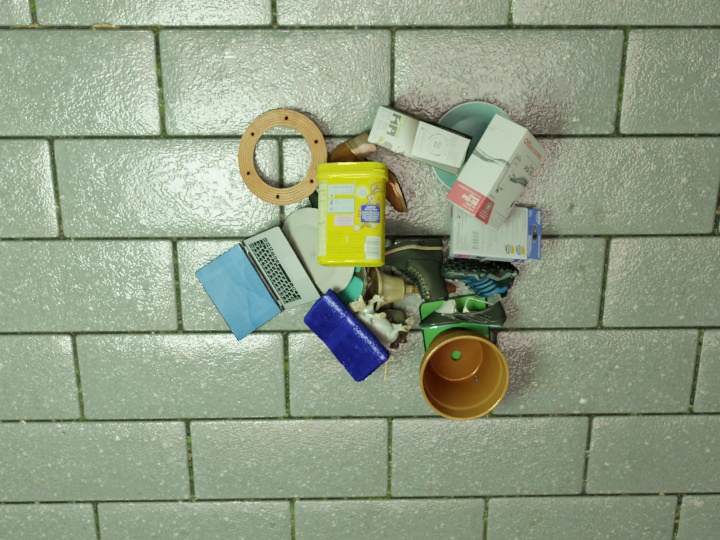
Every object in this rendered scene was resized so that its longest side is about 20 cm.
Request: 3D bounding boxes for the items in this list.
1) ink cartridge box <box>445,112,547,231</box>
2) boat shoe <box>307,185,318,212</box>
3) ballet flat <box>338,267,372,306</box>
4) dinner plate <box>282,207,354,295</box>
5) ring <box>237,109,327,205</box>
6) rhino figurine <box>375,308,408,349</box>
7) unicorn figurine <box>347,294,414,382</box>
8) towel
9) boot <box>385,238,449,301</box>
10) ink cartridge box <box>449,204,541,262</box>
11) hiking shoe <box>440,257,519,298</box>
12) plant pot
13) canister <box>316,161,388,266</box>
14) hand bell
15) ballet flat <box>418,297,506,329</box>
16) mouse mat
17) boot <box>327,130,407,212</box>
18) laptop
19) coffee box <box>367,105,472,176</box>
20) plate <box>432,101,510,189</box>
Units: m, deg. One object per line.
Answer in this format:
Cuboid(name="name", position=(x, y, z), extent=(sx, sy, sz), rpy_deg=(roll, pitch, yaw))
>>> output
Cuboid(name="ink cartridge box", position=(0.281, -0.199, 1.496), extent=(0.083, 0.146, 0.201), rpy_deg=(36, 99, 31))
Cuboid(name="boat shoe", position=(-0.079, -0.092, 1.596), extent=(0.063, 0.074, 0.203), rpy_deg=(-23, 110, -3))
Cuboid(name="ballet flat", position=(0.000, 0.000, 1.596), extent=(0.067, 0.075, 0.202), rpy_deg=(28, 123, 31))
Cuboid(name="dinner plate", position=(-0.101, -0.036, 1.585), extent=(0.198, 0.024, 0.203), rpy_deg=(13, 116, 27))
Cuboid(name="ring", position=(-0.166, -0.240, 1.556), extent=(0.198, 0.019, 0.203), rpy_deg=(1, 94, 9))
Cuboid(name="rhino figurine", position=(0.016, 0.124, 1.668), extent=(0.197, 0.060, 0.088), rpy_deg=(5, 112, -4))
Cuboid(name="unicorn figurine", position=(0.049, 0.129, 1.593), extent=(0.200, 0.074, 0.137), rpy_deg=(50, 138, -7))
Cuboid(name="towel", position=(-0.036, 0.148, 1.590), extent=(0.200, 0.049, 0.148), rpy_deg=(46, 145, 5))
Cuboid(name="boot", position=(0.113, 0.010, 1.569), extent=(0.198, 0.077, 0.140), rpy_deg=(-9, 86, -33))
Cuboid(name="ink cartridge box", position=(0.297, -0.083, 1.601), extent=(0.197, 0.042, 0.121), rpy_deg=(4, 77, -1))
Cuboid(name="hiking shoe", position=(0.262, 0.024, 1.615), extent=(0.198, 0.074, 0.088), rpy_deg=(4, 114, -25))
Cuboid(name="plant pot", position=(0.225, 0.218, 1.653), extent=(0.197, 0.140, 0.203), rpy_deg=(-1, 106, -2))
Cuboid(name="canister", position=(-0.018, -0.111, 1.483), extent=(0.147, 0.087, 0.203), rpy_deg=(0, 84, 11))
Cuboid(name="hand bell", position=(0.122, 0.043, 1.646), extent=(0.197, 0.104, 0.105), rpy_deg=(2, 107, -14))
Cuboid(name="ballet flat", position=(0.230, 0.096, 1.657), extent=(0.197, 0.068, 0.069), rpy_deg=(-3, 90, 6))
Cuboid(name="mouse mat", position=(0.226, 0.157, 1.711), extent=(0.159, 0.008, 0.203), rpy_deg=(-8, 105, 1))
Cuboid(name="boot", position=(-0.001, -0.179, 1.570), extent=(0.154, 0.077, 0.201), rpy_deg=(-33, 102, 7))
Cuboid(name="laptop", position=(-0.224, 0.031, 1.603), extent=(0.199, 0.116, 0.188), rpy_deg=(-17, 110, 41))
Cuboid(name="coffee box", position=(0.127, -0.271, 1.508), extent=(0.198, 0.113, 0.081), rpy_deg=(22, 106, 6))
Cuboid(name="plate", position=(0.246, -0.264, 1.580), extent=(0.197, 0.026, 0.203), rpy_deg=(0, 107, -1))
